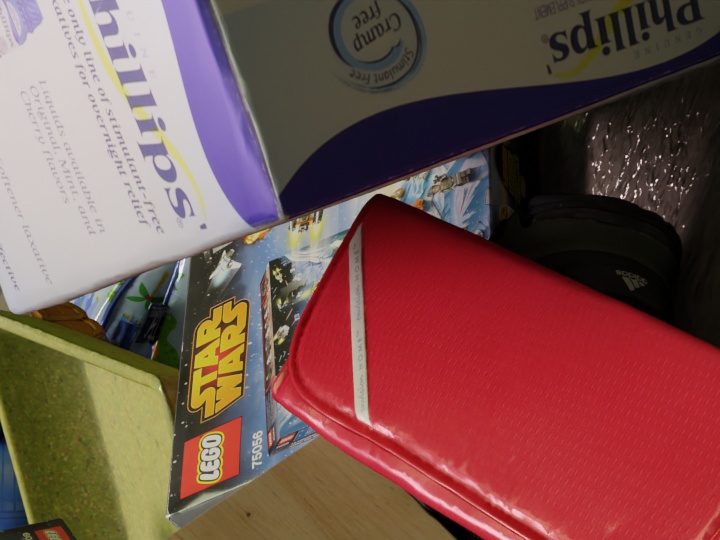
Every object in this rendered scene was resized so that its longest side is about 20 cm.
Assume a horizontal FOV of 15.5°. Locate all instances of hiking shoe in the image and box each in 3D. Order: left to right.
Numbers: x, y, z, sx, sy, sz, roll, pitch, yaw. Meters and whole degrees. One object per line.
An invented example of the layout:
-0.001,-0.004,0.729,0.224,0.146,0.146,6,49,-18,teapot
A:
0.034,0.069,0.820,0.101,0.076,0.200,-85,17,-48,hiking shoe

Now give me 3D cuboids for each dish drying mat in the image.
0.044,0.037,0.744,0.200,0.018,0.077,28,87,52,dish drying mat

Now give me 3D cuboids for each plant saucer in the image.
-0.079,0.114,1.078,0.200,0.048,0.200,15,121,60,plant saucer

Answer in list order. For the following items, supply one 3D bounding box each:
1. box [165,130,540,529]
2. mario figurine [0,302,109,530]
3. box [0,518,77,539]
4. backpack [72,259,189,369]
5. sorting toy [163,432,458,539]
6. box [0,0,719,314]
0.000,0.000,0.964,0.137,0.040,0.200,-24,41,25,box
-0.151,0.120,1.182,0.106,0.123,0.200,-37,-47,-55,mario figurine
-0.105,0.217,1.071,0.200,0.038,0.137,48,134,38,box
-0.090,0.033,1.271,0.163,0.153,0.200,-116,31,-61,backpack
-0.029,0.167,0.734,0.200,0.199,0.070,41,161,51,sorting toy
-0.013,-0.074,0.813,0.200,0.184,0.105,-16,95,59,box
